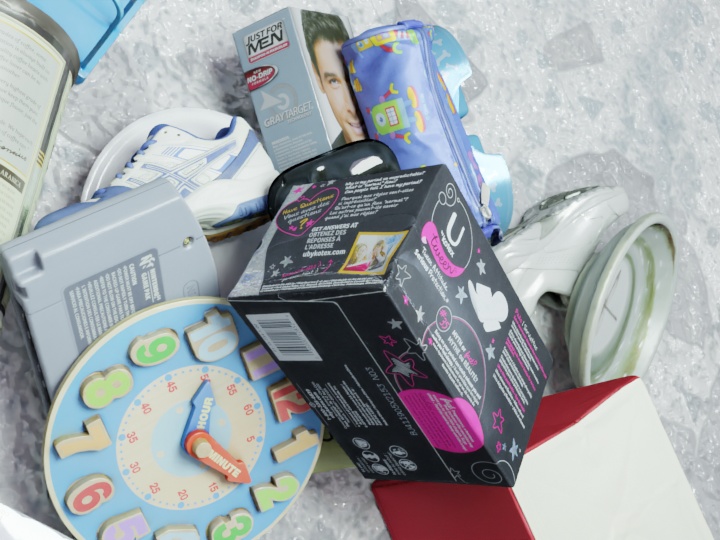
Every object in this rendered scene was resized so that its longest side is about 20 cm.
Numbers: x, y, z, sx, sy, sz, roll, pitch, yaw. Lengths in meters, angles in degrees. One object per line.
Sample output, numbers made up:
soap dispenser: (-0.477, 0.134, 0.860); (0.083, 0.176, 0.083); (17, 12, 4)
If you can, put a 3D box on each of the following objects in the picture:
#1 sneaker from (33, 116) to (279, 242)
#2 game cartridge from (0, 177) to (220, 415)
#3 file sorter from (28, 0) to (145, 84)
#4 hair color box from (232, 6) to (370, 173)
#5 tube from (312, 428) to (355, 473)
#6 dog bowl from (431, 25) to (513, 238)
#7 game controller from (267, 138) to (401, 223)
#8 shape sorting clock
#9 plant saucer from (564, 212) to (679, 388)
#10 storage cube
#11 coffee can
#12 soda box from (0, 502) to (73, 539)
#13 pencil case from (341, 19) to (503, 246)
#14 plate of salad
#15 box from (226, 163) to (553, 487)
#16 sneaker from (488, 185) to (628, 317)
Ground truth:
sneaker: (-0.150, -0.056, 0.772); (0.200, 0.075, 0.088); (-18, 81, -40)
game cartridge: (-0.159, 0.035, 0.727); (0.133, 0.201, 0.042); (-30, 52, -28)
file sorter: (-0.202, -0.278, 0.827); (0.139, 0.123, 0.200); (38, 60, -17)
hair color box: (-0.028, -0.108, 0.887); (0.099, 0.060, 0.201); (-16, 88, -61)
tube: (-0.043, 0.134, 0.846); (0.199, 0.052, 0.058); (-2, 65, -31)
dog bowl: (0.070, -0.117, 0.965); (0.049, 0.111, 0.201); (-17, 86, -21)
game controller: (0.000, 0.000, 0.822); (0.104, 0.042, 0.201); (-27, 123, -18)
shape sorting clock: (-0.115, 0.115, 0.737); (0.199, 0.039, 0.201); (-9, 108, -28)
plant saucer: (0.240, 0.038, 1.024); (0.200, 0.050, 0.201); (-30, 129, -45)
storage cube: (0.150, 0.209, 0.871); (0.171, 0.180, 0.201); (-23, 88, -35)
coffee can: (-0.279, -0.071, 0.701); (0.146, 0.146, 0.201); (21, 66, -26)
soda box: (-0.181, 0.226, 0.722); (0.200, 0.068, 0.064); (34, 64, -20)
pencil case: (0.051, -0.105, 0.874); (0.078, 0.087, 0.201); (-21, 92, -45)
plate of salad: (-0.128, -0.027, 0.846); (0.199, 0.048, 0.201); (5, 82, -34)
box: (0.027, 0.042, 0.733); (0.200, 0.132, 0.115); (57, 45, -34)
sneaker: (0.190, -0.015, 1.037); (0.200, 0.078, 0.100); (-30, 101, -28)
